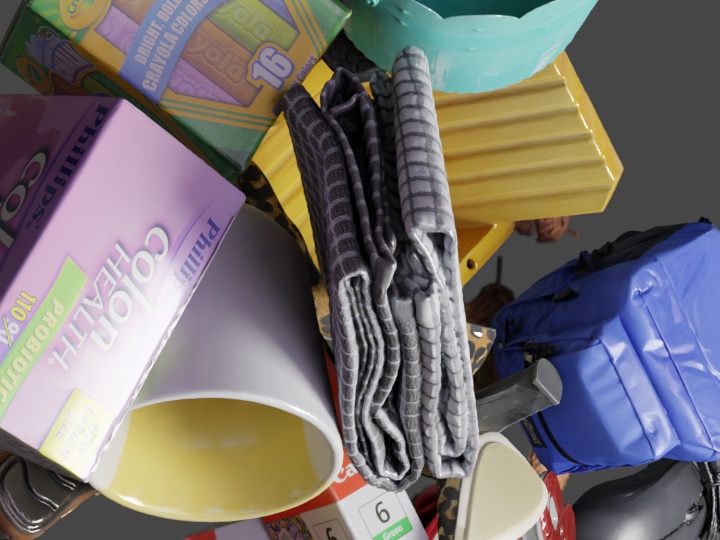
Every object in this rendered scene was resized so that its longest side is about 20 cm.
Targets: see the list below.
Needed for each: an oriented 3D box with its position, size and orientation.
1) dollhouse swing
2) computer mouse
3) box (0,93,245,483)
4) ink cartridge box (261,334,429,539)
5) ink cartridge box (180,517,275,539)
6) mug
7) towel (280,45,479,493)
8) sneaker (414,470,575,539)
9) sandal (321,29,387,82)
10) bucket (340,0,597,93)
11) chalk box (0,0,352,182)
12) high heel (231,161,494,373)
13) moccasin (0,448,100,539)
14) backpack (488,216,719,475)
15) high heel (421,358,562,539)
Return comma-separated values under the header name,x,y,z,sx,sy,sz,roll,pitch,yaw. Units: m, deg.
name,x,y,z,sx,sy,sz,roll,pitch,yaw
dollhouse swing,0.039,-0.063,1.141,0.182,0.175,0.201,-46,121,-24
computer mouse,0.244,0.200,1.411,0.199,0.052,0.140,-23,110,-34
box,-0.188,0.001,0.956,0.097,0.199,0.177,38,73,-34
ink cartridge box,-0.018,0.147,1.067,0.050,0.109,0.201,-27,90,-31
ink cartridge box,-0.053,0.237,1.111,0.199,0.057,0.164,-14,86,-40
mug,-0.095,0.053,1.011,0.148,0.187,0.154,16,52,-26
towel,0.013,0.002,0.969,0.085,0.167,0.201,-8,135,1
sneaker,0.098,0.202,1.296,0.201,0.114,0.079,74,24,-53
sandal,-0.043,-0.201,1.104,0.075,0.045,0.201,-34,81,-1
bucket,0.065,-0.213,1.018,0.205,0.135,0.210,2,72,-6
chalk box,-0.130,-0.151,1.012,0.199,0.124,0.124,36,73,-9
high heel,0.000,0.000,1.129,0.141,0.071,0.202,-22,107,-8
moccasin,-0.170,0.107,1.064,0.074,0.077,0.201,55,44,-12
backpack,0.179,0.064,1.252,0.167,0.199,0.164,-24,95,-28
high heel,0.052,0.146,1.123,0.072,0.142,0.200,51,35,-13
